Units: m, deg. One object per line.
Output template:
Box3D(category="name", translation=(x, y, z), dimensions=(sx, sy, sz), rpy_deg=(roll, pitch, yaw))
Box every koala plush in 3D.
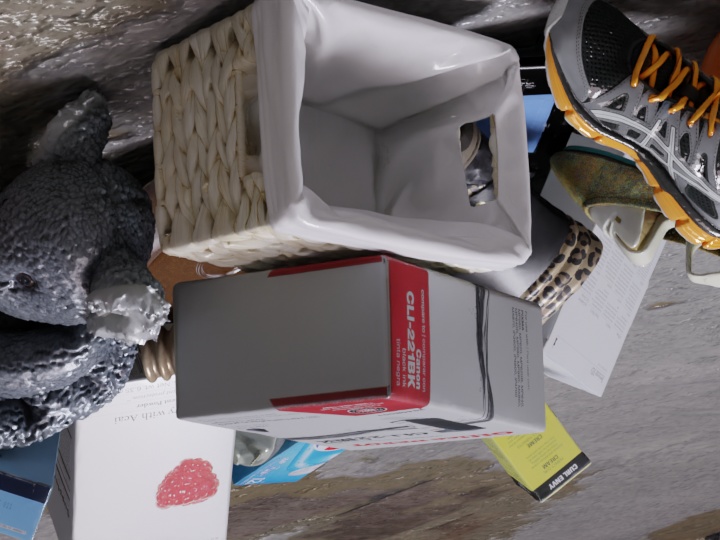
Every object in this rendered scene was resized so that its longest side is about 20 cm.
Box3D(category="koala plush", translation=(-0.184, -0.003, 1.547), dimensions=(0.183, 0.178, 0.200), rpy_deg=(0, 152, -34))

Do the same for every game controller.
Box3D(category="game controller", translation=(0.085, -0.098, 1.666), dimensions=(0.104, 0.042, 0.200), rpy_deg=(-12, 164, -7))

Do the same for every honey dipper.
Box3D(category="honey dipper", translation=(-0.044, 0.043, 1.732), dimensions=(0.200, 0.038, 0.038), rpy_deg=(-8, 165, 7))

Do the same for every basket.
Box3D(category="basket", translation=(-0.013, -0.068, 1.494), dimensions=(0.123, 0.136, 0.200), rpy_deg=(-13, 164, 41))

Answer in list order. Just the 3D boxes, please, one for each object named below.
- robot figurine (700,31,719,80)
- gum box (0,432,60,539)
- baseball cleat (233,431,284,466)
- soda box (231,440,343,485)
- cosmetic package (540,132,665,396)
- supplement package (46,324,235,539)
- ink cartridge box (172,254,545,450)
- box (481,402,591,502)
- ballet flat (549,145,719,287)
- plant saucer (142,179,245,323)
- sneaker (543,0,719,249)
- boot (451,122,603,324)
Box3D(category="robot figurine", translation=(0.268, -0.100, 1.682), dimensions=(0.144, 0.117, 0.200), rpy_deg=(-47, 166, -8))
Box3D(category="gum box", translation=(-0.274, 0.085, 1.667), dimensions=(0.170, 0.045, 0.200), rpy_deg=(19, -160, -10))
Box3D(category="baseball cleat", translation=(-0.062, 0.059, 1.923), dimensions=(0.106, 0.070, 0.200), rpy_deg=(-48, 161, -36))
Box3D(category="soda box", translation=(-0.025, 0.095, 1.979), dimensions=(0.064, 0.068, 0.200), rpy_deg=(0, 156, -39))
Box3D(category="cosmetic package", translation=(0.160, -0.001, 1.880), dimensions=(0.052, 0.151, 0.200), rpy_deg=(19, 174, 20))
Box3D(category="supplement package", translation=(-0.161, 0.105, 1.879), dimensions=(0.121, 0.120, 0.200), rpy_deg=(-9, 135, -17))
Box3D(category="ink cartridge box", translation=(0.003, 0.052, 1.552), dimensions=(0.144, 0.084, 0.200), rpy_deg=(-8, 169, 29))
Box3D(category="box", translation=(0.080, 0.070, 1.880), dimensions=(0.050, 0.200, 0.075), rpy_deg=(-39, -170, -4))
Box3D(category="ballet flat", translation=(0.204, -0.027, 1.672), dimensions=(0.200, 0.071, 0.071), rpy_deg=(16, 175, 21))
Box3D(category="plant saucer", translation=(-0.086, -0.022, 1.709), dimensions=(0.200, 0.032, 0.200), rpy_deg=(-24, 158, -10))
Box3D(category="sneaker", translation=(0.186, -0.096, 1.567), dimensions=(0.200, 0.078, 0.077), rpy_deg=(42, 146, -25))
Box3D(category="boot", translation=(0.040, -0.006, 1.670), dimensions=(0.150, 0.073, 0.200), rpy_deg=(34, 120, -30))
